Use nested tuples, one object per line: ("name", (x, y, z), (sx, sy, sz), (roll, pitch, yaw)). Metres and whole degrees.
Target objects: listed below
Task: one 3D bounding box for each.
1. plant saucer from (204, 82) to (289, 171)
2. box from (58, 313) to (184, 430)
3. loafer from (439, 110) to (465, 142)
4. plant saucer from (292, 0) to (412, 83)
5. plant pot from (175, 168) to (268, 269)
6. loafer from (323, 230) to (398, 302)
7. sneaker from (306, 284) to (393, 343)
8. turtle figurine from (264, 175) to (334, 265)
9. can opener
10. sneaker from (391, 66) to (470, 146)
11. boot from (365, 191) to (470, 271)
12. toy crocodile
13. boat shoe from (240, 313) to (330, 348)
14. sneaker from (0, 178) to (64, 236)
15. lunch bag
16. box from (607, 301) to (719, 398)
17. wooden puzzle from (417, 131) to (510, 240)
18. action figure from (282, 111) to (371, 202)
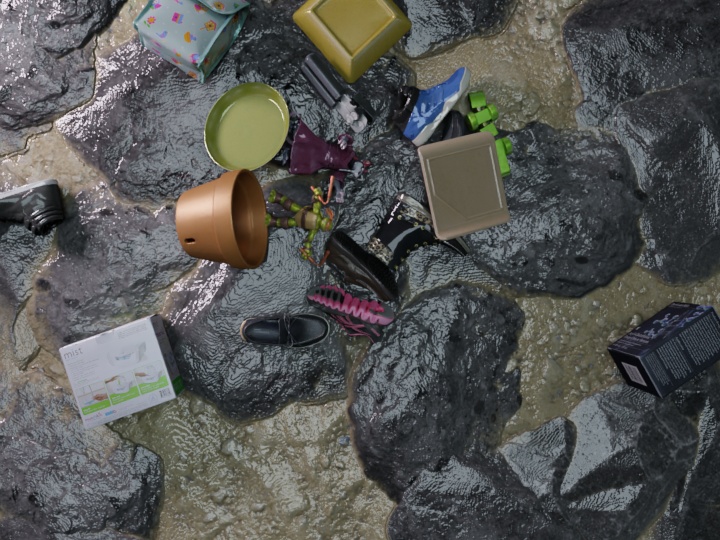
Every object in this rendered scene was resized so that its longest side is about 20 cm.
("plant saucer", (-0.238, -0.301, 1.362), (0.196, 0.031, 0.204), (-3, 77, 15))
("box", (-0.497, 0.209, 1.340), (0.197, 0.097, 0.180), (-20, 91, -4))
("loafer", (0.187, -0.250, 1.402), (0.069, 0.068, 0.205), (5, 94, -12))
("plant saucer", (-0.016, -0.554, 1.397), (0.200, 0.048, 0.200), (-43, 92, -3))
("plant pot", (-0.288, -0.100, 1.318), (0.137, 0.200, 0.205), (-5, 91, 12))
("loafer", (0.000, 0.000, 1.399), (0.200, 0.073, 0.071), (43, 121, -4))
("sneaker", (-0.029, 0.101, 1.391), (0.197, 0.079, 0.097), (20, 122, 8))
("turtle figurine", (-0.120, -0.122, 1.364), (0.159, 0.064, 0.203), (18, 116, 14))
("can opener", (-0.050, -0.389, 1.401), (0.200, 0.053, 0.067), (47, 53, -5))
("sneaker", (0.148, -0.385, 1.394), (0.111, 0.077, 0.201), (37, 94, -13))
("boot", (0.125, -0.055, 1.402), (0.202, 0.073, 0.155), (37, 92, -4))
("toy crocodile", (0.282, -0.301, 1.419), (0.067, 0.062, 0.203), (-25, 97, -4))
("boat shoe", (-0.163, 0.132, 1.383), (0.196, 0.062, 0.076), (0, 89, -6))
("sneaker", (-0.716, -0.111, 1.334), (0.197, 0.071, 0.101), (-22, 87, -8))
("lunch bag", (-0.347, -0.530, 1.338), (0.169, 0.122, 0.202), (32, 80, -1))
("box", (0.678, 0.169, 1.401), (0.198, 0.148, 0.108), (-32, 93, -4))
("wooden puzzle", (0.220, -0.181, 1.362), (0.182, 0.037, 0.204), (-16, 94, -19))
("action figure", (-0.073, -0.243, 1.385), (0.197, 0.150, 0.136), (11, 116, -23))
